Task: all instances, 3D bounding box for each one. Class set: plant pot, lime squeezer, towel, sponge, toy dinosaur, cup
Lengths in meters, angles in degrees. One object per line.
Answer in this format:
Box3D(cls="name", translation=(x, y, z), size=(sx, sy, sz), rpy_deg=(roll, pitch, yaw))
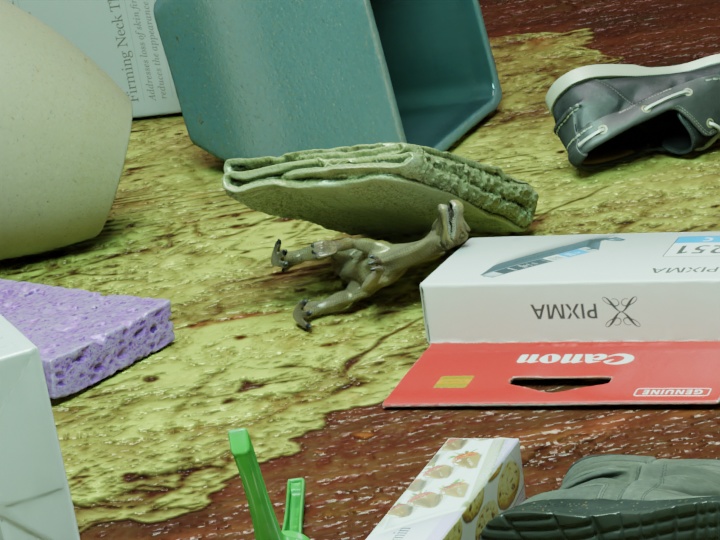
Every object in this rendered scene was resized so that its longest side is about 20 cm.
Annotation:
Box3D(cls="plant pot", translation=(-0.036, -0.176, 1.964), size=(0.199, 0.196, 0.196), rpy_deg=(-9, 16, 27))
Box3D(cls="lime squeezer", translation=(-0.043, 0.125, 1.244), size=(0.038, 0.071, 0.200), rpy_deg=(-25, -12, 2))
Box3D(cls="towel", translation=(0.014, -0.048, 1.665), size=(0.148, 0.037, 0.200), rpy_deg=(-3, -8, 28))
Box3D(cls="sponge", translation=(-0.224, 0.040, 1.635), size=(0.200, 0.030, 0.111), rpy_deg=(6, 23, 38))
Box3D(cls="toy dinosaur", translation=(0.000, 0.000, 1.631), size=(0.101, 0.058, 0.200), rpy_deg=(-11, -2, -26))
Box3D(cls="cup", translation=(-0.241, -0.090, 1.828), size=(0.143, 0.201, 0.200), rpy_deg=(14, 14, -14))

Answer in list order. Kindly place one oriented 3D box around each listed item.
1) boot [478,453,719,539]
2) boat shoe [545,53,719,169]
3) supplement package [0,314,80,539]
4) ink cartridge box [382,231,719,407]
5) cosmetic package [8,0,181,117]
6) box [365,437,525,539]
Box3D(cls="boot", translation=(0.162, 0.114, 1.180), size=(0.199, 0.068, 0.131), rpy_deg=(3, 16, 30))
Box3D(cls="boat shoe", translation=(0.233, -0.108, 1.841), size=(0.199, 0.072, 0.068), rpy_deg=(-7, 53, -15))
Box3D(cls="supplement package", translation=(-0.238, 0.085, 1.359), size=(0.121, 0.120, 0.200), rpy_deg=(-17, 20, -19))
Box3D(cls="ink cartridge box", translation=(0.129, 0.025, 1.489), size=(0.199, 0.045, 0.176), rpy_deg=(-2, 18, 22))
Box3D(cls="cosmetic package", translation=(-0.196, -0.228, 2.211), size=(0.199, 0.168, 0.166), rpy_deg=(-6, 19, 13))
Box3D(cls="box", translation=(0.029, 0.134, 1.213), size=(0.039, 0.042, 0.200), rpy_deg=(-1, 19, 23))
